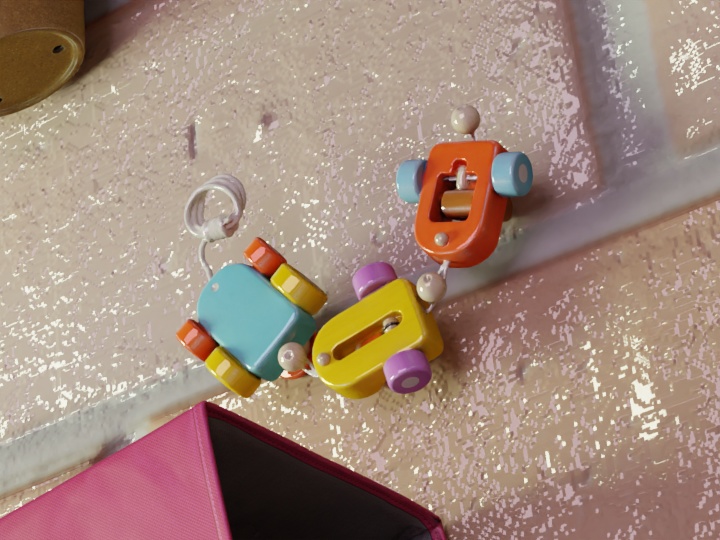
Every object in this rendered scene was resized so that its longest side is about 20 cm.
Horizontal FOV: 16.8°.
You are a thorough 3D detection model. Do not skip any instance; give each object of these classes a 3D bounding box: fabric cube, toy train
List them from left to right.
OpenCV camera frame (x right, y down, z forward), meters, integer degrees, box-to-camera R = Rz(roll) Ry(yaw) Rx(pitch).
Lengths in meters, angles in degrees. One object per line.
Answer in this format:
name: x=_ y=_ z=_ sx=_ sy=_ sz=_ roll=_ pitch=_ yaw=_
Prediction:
fabric cube: x=-0.072 y=0.211 z=1.110 sx=0.199 sy=0.196 sz=0.200 roll=-29 pitch=55 yaw=22
toy train: x=0.000 y=0.000 z=1.254 sx=0.200 sy=0.056 sz=0.150 roll=-7 pitch=64 yaw=31

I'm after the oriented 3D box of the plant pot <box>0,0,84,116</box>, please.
plant pot: x=-0.243 y=-0.197 z=1.464 sx=0.186 sy=0.186 sz=0.200 roll=-34 pitch=68 yaw=19
